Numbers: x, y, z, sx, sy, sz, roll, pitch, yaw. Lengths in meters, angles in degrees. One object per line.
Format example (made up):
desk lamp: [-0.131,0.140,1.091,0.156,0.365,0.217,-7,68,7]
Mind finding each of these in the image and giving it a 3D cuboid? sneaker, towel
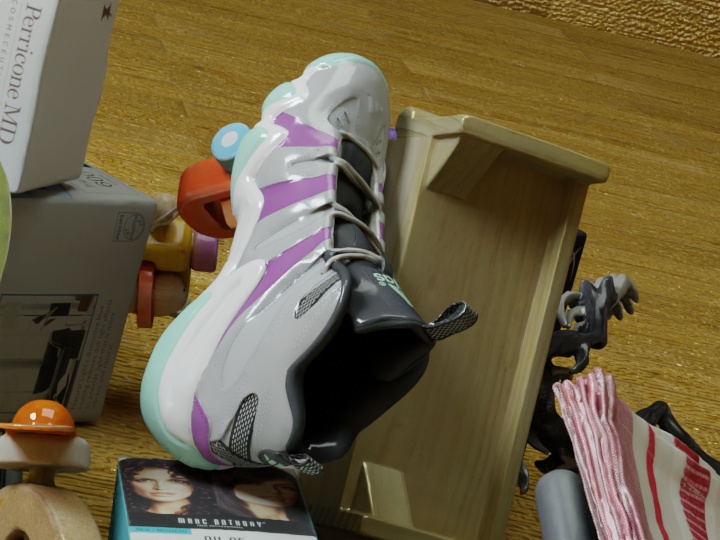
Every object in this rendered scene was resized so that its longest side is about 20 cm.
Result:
sneaker: [0.000,0.000,1.195,0.140,0.200,0.078,6,-20,46]
towel: [0.149,0.133,1.102,0.200,0.023,0.144,37,31,-48]

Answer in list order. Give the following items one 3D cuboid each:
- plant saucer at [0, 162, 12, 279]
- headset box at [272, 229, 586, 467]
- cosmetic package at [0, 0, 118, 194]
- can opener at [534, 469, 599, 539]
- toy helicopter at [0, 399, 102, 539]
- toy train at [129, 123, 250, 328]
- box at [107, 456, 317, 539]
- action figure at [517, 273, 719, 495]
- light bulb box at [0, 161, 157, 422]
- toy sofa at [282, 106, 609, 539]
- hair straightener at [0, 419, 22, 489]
plant saucer: [-0.235,0.010,1.180,0.200,0.200,0.031,30,-10,48]
headset box: [0.012,0.040,1.397,0.075,0.149,0.200,25,16,35]
cosmetic package: [-0.225,-0.116,1.344,0.200,0.102,0.071,18,15,17]
can opener: [0.109,0.159,1.084,0.066,0.053,0.200,49,22,-45]
toy helicopter: [-0.136,0.097,1.044,0.079,0.132,0.200,3,17,-26]
toy train: [-0.058,0.011,1.434,0.150,0.056,0.200,-11,-39,21]
box: [-0.056,0.134,1.141,0.082,0.049,0.200,4,16,-10]
action figure: [0.097,0.066,1.368,0.200,0.119,0.102,39,25,-17]
light bulb box: [-0.247,-0.013,1.385,0.198,0.125,0.200,27,17,39]
toy sofa: [0.035,0.032,1.264,0.083,0.200,0.098,17,-8,-26]
hair straightener: [-0.140,0.112,1.177,0.077,0.041,0.200,10,15,-18]
